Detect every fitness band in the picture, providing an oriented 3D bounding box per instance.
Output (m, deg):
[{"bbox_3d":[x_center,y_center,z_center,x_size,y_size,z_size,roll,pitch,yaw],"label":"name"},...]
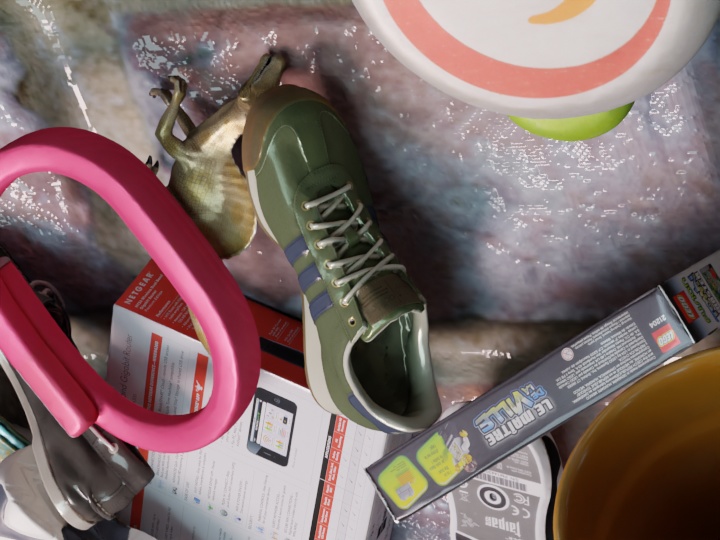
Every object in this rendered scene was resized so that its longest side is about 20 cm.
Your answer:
[{"bbox_3d":[-0.140,0.014,1.616,0.144,0.037,0.200,-35,95,35],"label":"fitness band"}]

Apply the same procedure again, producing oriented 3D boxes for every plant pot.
[{"bbox_3d":[0.217,0.170,1.526,0.200,0.200,0.183,9,145,26],"label":"plant pot"}]

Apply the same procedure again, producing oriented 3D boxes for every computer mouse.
[{"bbox_3d":[0.088,0.139,1.671,0.109,0.044,0.200,16,136,21],"label":"computer mouse"}]

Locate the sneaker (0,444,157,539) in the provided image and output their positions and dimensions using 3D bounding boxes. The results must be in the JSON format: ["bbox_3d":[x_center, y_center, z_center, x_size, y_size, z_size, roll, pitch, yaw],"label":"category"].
[{"bbox_3d":[-0.172,0.209,1.751,0.199,0.080,0.130,43,131,-10],"label":"sneaker"}]

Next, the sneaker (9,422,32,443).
[{"bbox_3d":[-0.287,0.094,1.842,0.199,0.078,0.100,10,127,24],"label":"sneaker"}]

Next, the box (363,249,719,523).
[{"bbox_3d":[0.106,0.058,1.508,0.200,0.110,0.035,-34,85,29],"label":"box"}]

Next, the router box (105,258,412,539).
[{"bbox_3d":[-0.065,0.110,1.735,0.179,0.049,0.200,24,134,13],"label":"router box"}]

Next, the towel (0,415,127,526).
[{"bbox_3d":[-0.233,0.159,1.801,0.200,0.022,0.147,43,119,-9],"label":"towel"}]

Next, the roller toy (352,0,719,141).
[{"bbox_3d":[0.089,-0.177,1.337,0.182,0.140,0.200,34,129,-8],"label":"roller toy"}]

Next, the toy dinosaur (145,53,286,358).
[{"bbox_3d":[-0.095,-0.034,1.607,0.101,0.058,0.200,31,124,29],"label":"toy dinosaur"}]

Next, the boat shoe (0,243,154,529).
[{"bbox_3d":[-0.176,0.056,1.714,0.057,0.067,0.200,-31,65,11],"label":"boat shoe"}]

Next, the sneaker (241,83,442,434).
[{"bbox_3d":[0.000,0.000,1.562,0.090,0.067,0.201,27,137,54],"label":"sneaker"}]
